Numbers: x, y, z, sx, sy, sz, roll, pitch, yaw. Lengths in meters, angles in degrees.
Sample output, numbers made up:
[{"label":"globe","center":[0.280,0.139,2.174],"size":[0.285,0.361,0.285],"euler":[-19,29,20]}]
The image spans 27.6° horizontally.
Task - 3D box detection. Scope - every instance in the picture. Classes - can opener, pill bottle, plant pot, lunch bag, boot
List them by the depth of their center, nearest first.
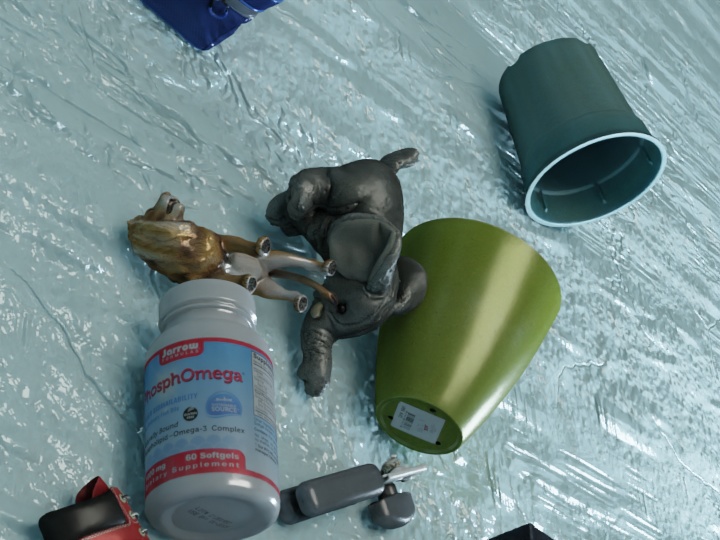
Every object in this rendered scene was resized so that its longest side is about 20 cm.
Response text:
[{"label":"boot","center":[-0.151,0.223,1.114],"size":[0.199,0.072,0.145],"euler":[8,58,-50]},{"label":"pill bottle","center":[-0.123,0.112,1.201],"size":[0.109,0.108,0.201],"euler":[30,43,-42]},{"label":"can opener","center":[0.000,0.210,1.361],"size":[0.200,0.053,0.067],"euler":[3,64,-55]},{"label":"lunch bag","center":[-0.145,-0.334,1.498],"size":[0.136,0.132,0.201],"euler":[39,37,-34]},{"label":"plant pot","center":[0.090,0.083,1.506],"size":[0.187,0.187,0.201],"euler":[46,49,-25]},{"label":"plant pot","center":[0.287,-0.196,1.997],"size":[0.200,0.200,0.197],"euler":[22,40,-47]}]

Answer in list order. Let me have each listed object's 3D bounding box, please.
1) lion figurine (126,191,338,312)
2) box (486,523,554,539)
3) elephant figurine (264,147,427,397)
[{"label":"lion figurine","center":[-0.114,-0.005,1.326],"size":[0.200,0.122,0.073],"euler":[33,69,-55]},{"label":"box","center":[0.183,0.388,1.435],"size":[0.200,0.117,0.197],"euler":[37,39,-34]},{"label":"elephant figurine","center":[0.000,0.000,1.433],"size":[0.141,0.155,0.201],"euler":[-1,56,-39]}]
